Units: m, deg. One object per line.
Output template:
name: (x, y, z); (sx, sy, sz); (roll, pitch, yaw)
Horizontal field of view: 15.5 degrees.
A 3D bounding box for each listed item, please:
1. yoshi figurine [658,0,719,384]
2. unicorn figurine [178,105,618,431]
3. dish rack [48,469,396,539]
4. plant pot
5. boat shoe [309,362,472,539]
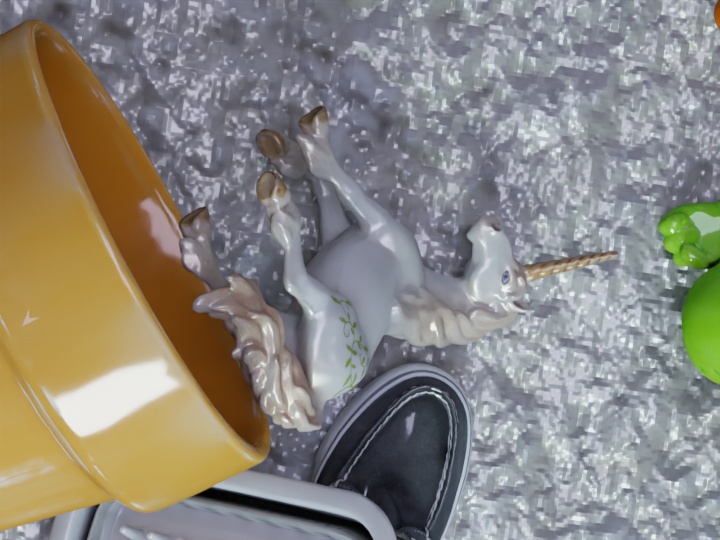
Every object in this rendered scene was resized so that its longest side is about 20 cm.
yoshi figurine: (0.191, -0.028, 1.184); (0.112, 0.112, 0.200); (2, 92, 4)
unicorn figurine: (0.000, 0.000, 1.140); (0.200, 0.074, 0.137); (-44, 109, -35)
dish rack: (-0.068, 0.183, 1.111); (0.171, 0.044, 0.200); (9, 79, 30)
plant pot: (-0.162, 0.029, 1.069); (0.183, 0.200, 0.200); (-28, 96, 5)
boat shoe: (-0.007, 0.132, 1.154); (0.070, 0.066, 0.200); (34, 84, -10)
